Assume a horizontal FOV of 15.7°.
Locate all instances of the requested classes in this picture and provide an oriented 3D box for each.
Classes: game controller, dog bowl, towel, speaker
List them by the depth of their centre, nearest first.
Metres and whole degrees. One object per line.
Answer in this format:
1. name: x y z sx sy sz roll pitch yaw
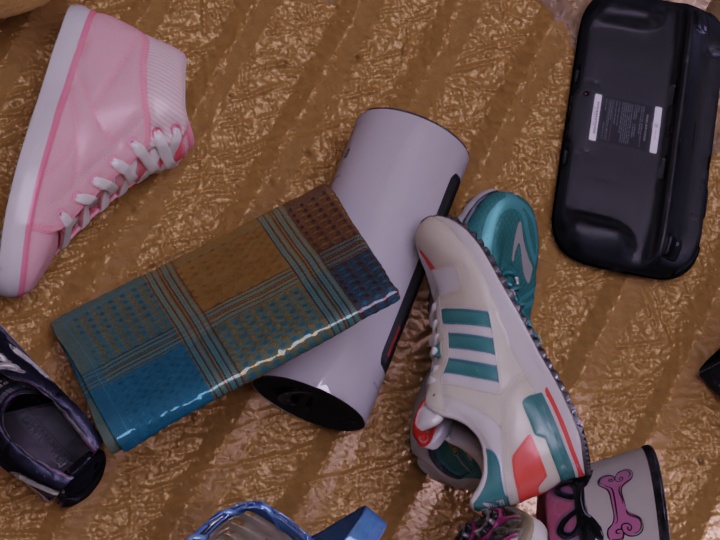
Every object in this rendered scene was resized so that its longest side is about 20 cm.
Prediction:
1. towel: -0.085 0.028 1.610 0.199 0.147 0.022 -27 126 -4
2. dog bowl: 0.150 0.211 1.616 0.073 0.200 0.202 -2 75 1
3. speaker: 0.000 0.000 1.684 0.081 0.081 0.201 25 70 -8
4. game controller: 0.192 -0.095 1.791 0.103 0.042 0.201 9 72 2

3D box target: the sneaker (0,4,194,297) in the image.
1. sneaker: -0.164 -0.067 1.660 0.104 0.075 0.201 17 67 -5

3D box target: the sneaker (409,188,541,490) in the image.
1. sneaker: 0.091 0.044 1.693 0.077 0.079 0.202 16 73 -29

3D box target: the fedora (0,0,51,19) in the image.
1. fedora: -0.257 -0.238 1.678 0.199 0.082 0.202 6 71 -18

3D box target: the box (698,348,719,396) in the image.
1. box: 0.373 0.069 1.748 0.200 0.124 0.197 -41 91 -21

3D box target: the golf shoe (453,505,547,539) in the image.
1. golf shoe: 0.079 0.219 1.598 0.092 0.201 0.073 20 42 -8

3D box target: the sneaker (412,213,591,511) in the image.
1. sneaker: 0.062 0.058 1.608 0.093 0.070 0.201 -27 65 -3

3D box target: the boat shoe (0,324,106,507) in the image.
1. boat shoe: -0.232 0.062 1.595 0.200 0.093 0.075 40 77 -2

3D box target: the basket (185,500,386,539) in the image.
1. basket: -0.065 0.221 1.542 0.139 0.200 0.177 41 70 -1
